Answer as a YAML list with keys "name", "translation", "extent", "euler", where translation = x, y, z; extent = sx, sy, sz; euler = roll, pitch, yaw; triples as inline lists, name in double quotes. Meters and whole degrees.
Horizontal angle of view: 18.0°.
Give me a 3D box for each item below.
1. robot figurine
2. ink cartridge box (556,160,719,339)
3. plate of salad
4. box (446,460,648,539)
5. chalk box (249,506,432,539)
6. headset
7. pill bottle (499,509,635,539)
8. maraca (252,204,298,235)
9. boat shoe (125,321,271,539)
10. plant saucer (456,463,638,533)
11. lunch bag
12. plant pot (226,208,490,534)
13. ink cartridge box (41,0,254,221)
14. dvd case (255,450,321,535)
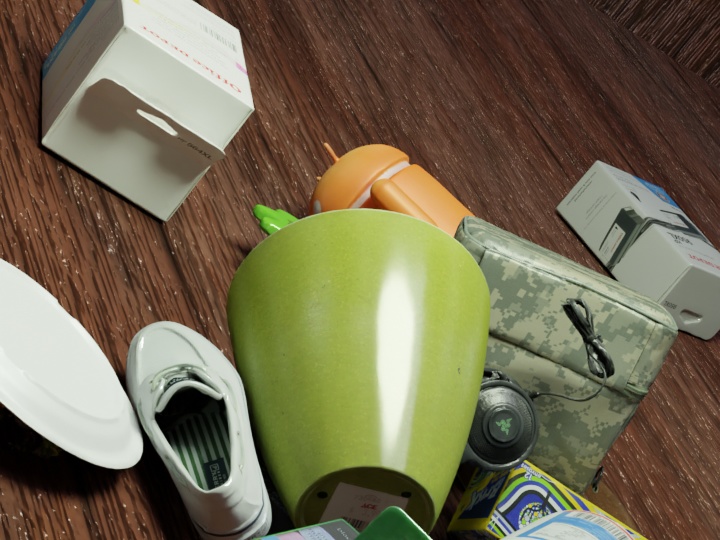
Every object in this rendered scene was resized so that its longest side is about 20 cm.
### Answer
- name: "robot figurine"
  translation: [0.035, -0.031, 2.021]
  extent: [0.200, 0.117, 0.144]
  euler: [43, 25, 10]
- name: "ink cartridge box"
  translation: [0.347, -0.024, 2.670]
  extent: [0.145, 0.084, 0.200]
  euler: [18, 27, -47]
- name: "plate of salad"
  translation: [-0.216, 0.054, 1.417]
  extent: [0.200, 0.048, 0.200]
  euler: [45, 12, -12]
- name: "box"
  translation: [0.169, 0.219, 1.710]
  extent: [0.200, 0.064, 0.070]
  euler: [33, -19, -17]
- name: "chalk box"
  translation: [-0.028, 0.211, 1.146]
  extent: [0.125, 0.200, 0.124]
  euler: [45, 18, 19]
- name: "headset"
  translation: [0.090, 0.096, 1.670]
  extent: [0.124, 0.200, 0.094]
  euler: [-102, 170, -86]
- name: "pill bottle"
  translation: [0.121, 0.232, 1.543]
  extent: [0.112, 0.112, 0.200]
  euler: [44, 19, 15]
- name: "maraca"
  translation: [0.000, 0.000, 1.884]
  extent: [0.200, 0.107, 0.137]
  euler: [28, 6, -16]
- name: "boat shoe"
  translation: [-0.106, 0.090, 1.470]
  extent: [0.200, 0.074, 0.067]
  euler: [56, -12, 43]
- name: "plant saucer"
  translation: [0.162, 0.190, 1.854]
  extent: [0.200, 0.037, 0.200]
  euler: [35, 17, -12]
- name: "lunch bag"
  translation: [0.126, 0.069, 1.779]
  extent: [0.200, 0.168, 0.139]
  euler: [24, 6, -3]
- name: "plant pot"
  translation: [0.002, 0.093, 1.530]
  extent: [0.187, 0.187, 0.200]
  euler: [30, 34, -26]
- name: "ink cartridge box"
  translation: [-0.178, -0.147, 1.857]
  extent: [0.129, 0.125, 0.200]
  euler: [32, 19, -20]
- name: "dvd case"
  translation: [-0.020, 0.177, 1.555]
  extent: [0.149, 0.016, 0.200]
  euler: [43, 18, 14]
